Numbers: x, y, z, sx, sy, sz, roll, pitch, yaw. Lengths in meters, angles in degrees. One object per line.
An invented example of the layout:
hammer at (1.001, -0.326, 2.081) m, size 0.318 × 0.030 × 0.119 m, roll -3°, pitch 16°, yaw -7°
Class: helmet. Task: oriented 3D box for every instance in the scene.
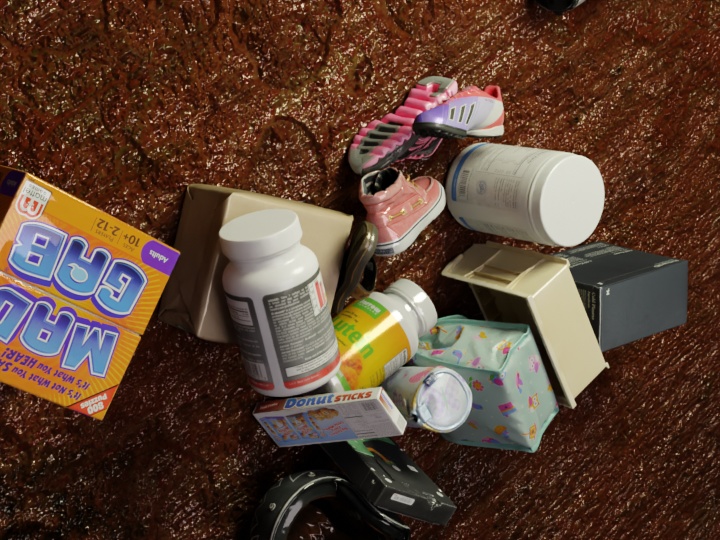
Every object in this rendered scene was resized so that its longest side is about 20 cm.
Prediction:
helmet at (-0.049, 0.358, 1.709) m, size 0.200 × 0.191 × 0.200 m, roll -54°, pitch 161°, yaw -29°

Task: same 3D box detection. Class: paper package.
paper package at (-0.130, -0.001, 1.624) m, size 0.200 × 0.103 × 0.191 m, roll 11°, pitch 92°, yaw -40°

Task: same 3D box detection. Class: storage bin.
storage bin at (0.234, 0.072, 1.862) m, size 0.094 × 0.199 × 0.200 m, roll -40°, pitch 121°, yaw -24°

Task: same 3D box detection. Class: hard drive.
hard drive at (0.024, 0.264, 1.740) m, size 0.140 × 0.200 × 0.038 m, roll 24°, pitch 102°, yaw -40°

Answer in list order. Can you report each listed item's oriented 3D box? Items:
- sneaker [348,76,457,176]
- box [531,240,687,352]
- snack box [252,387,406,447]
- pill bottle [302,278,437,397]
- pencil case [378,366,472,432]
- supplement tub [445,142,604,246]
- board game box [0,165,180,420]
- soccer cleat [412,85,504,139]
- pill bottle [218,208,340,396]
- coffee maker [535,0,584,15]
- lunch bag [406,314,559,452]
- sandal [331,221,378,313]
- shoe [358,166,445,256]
sneaker at (0.069, -0.179, 1.767) m, size 0.200 × 0.079 × 0.095 m, roll -40°, pitch 133°, yaw -23°
box at (0.365, 0.036, 1.968) m, size 0.200 × 0.182 × 0.104 m, roll -14°, pitch 108°, yaw -35°
snack box at (-0.042, 0.193, 1.678) m, size 0.072 × 0.200 × 0.024 m, roll 56°, pitch 40°, yaw -33°
pill bottle at (0.007, 0.099, 1.746) m, size 0.200 × 0.111 × 0.111 m, roll -37°, pitch 120°, yaw -26°
pencil case at (0.073, 0.176, 1.756) m, size 0.091 × 0.200 × 0.083 m, roll -44°, pitch 103°, yaw -18°
supplement tub at (0.228, -0.109, 1.818) m, size 0.132 × 0.200 × 0.132 m, roll -9°, pitch 106°, yaw -37°
board game box at (-0.358, 0.015, 1.385) m, size 0.200 × 0.200 × 0.200 m, roll 29°, pitch 81°, yaw -38°
soccer cleat at (0.132, -0.213, 1.728) m, size 0.200 × 0.068 × 0.073 m, roll -9°, pitch 105°, yaw -55°
pill bottle at (-0.097, 0.037, 1.518) m, size 0.116 × 0.116 × 0.200 m, roll -26°, pitch 116°, yaw -31°
coffee maker at (0.330, -0.492, 1.879) m, size 0.200 × 0.135 × 0.192 m, roll -26°, pitch 91°, yaw -33°
lunch bag at (0.160, 0.158, 1.828) m, size 0.122 × 0.200 × 0.170 m, roll -50°, pitch 129°, yaw -36°
sandal at (0.000, 0.000, 1.676) m, size 0.055 × 0.200 × 0.082 m, roll 13°, pitch 59°, yaw -10°
shoe at (0.057, -0.103, 1.729) m, size 0.200 × 0.071 × 0.091 m, roll -52°, pitch 133°, yaw -54°
